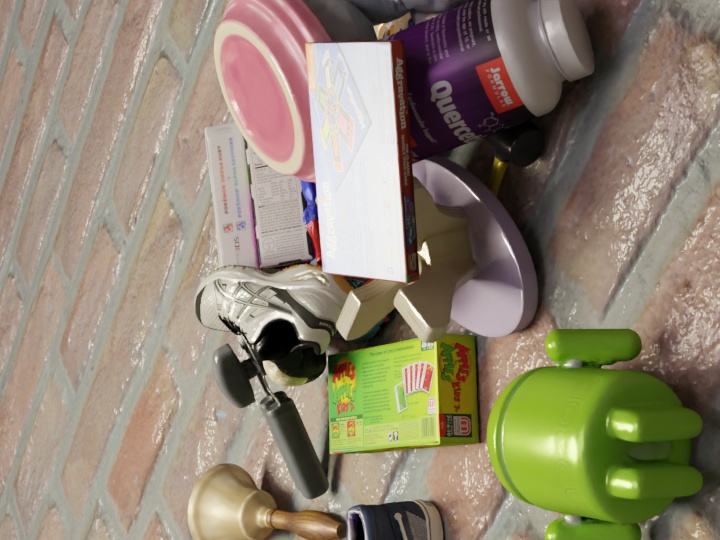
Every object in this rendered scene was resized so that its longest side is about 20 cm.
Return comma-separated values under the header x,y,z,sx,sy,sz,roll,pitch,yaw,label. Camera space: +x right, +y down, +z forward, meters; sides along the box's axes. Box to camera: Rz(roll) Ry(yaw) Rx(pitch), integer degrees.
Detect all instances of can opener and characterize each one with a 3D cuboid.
x,y,z,sx,sy,sz,roll,pitch,yaw,label
-0.095,0.155,1.613,0.201,0.066,0.053,63,171,-18,can opener

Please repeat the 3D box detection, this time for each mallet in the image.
x,y,z,sx,sy,sz,roll,pitch,yaw,label
0.120,-0.051,1.394,0.066,0.041,0.202,38,124,50,mallet

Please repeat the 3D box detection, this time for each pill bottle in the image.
x,y,z,sx,sy,sz,roll,pitch,yaw,label
0.096,-0.171,1.314,0.199,0.112,0.113,-19,68,23,pill bottle

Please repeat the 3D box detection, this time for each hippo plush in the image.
x,y,z,sx,sy,sz,roll,pitch,yaw,label
-0.007,-0.268,1.413,0.200,0.160,0.160,50,166,44,hippo plush

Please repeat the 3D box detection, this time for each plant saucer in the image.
x,y,z,sx,sy,sz,roll,pitch,yaw,label
-0.076,-0.167,1.405,0.201,0.051,0.201,46,153,33,plant saucer

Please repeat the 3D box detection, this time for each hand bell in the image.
x,y,z,sx,sy,sz,roll,pitch,yaw,label
-0.089,0.274,1.670,0.199,0.104,0.105,1,88,47,hand bell

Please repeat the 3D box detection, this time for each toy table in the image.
x,y,z,sx,sy,sz,roll,pitch,yaw,label
0.055,-0.016,1.369,0.200,0.116,0.185,41,131,38,toy table

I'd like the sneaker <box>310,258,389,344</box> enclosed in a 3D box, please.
x,y,z,sx,sy,sz,roll,pitch,yaw,label
0.000,0.000,1.520,0.201,0.095,0.080,-61,40,33,sneaker

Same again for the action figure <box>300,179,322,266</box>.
x,y,z,sx,sy,sz,roll,pitch,yaw,label
-0.029,-0.095,1.521,0.065,0.099,0.201,-36,60,29,action figure

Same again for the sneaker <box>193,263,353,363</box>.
x,y,z,sx,sy,sz,roll,pitch,yaw,label
-0.100,0.047,1.494,0.199,0.076,0.088,-8,52,42,sneaker

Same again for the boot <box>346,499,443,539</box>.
x,y,z,sx,sy,sz,roll,pitch,yaw,label
0.031,0.320,1.443,0.073,0.090,0.202,-25,66,55,boot

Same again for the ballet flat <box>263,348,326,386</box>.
x,y,z,sx,sy,sz,roll,pitch,yaw,label
-0.071,0.089,1.589,0.057,0.066,0.200,-46,4,12,ballet flat

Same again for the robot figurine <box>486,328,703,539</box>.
x,y,z,sx,sy,sz,roll,pitch,yaw,label
0.178,0.135,1.199,0.199,0.115,0.177,-2,90,59,robot figurine

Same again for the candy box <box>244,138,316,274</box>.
x,y,z,sx,sy,sz,roll,pitch,yaw,label
-0.079,-0.080,1.629,0.136,0.060,0.202,67,-165,-71,candy box

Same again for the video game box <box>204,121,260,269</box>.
x,y,z,sx,sy,sz,roll,pitch,yaw,label
-0.123,-0.036,1.669,0.200,0.046,0.184,73,-170,-67,video game box

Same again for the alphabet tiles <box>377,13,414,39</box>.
x,y,z,sx,sy,sz,roll,pitch,yaw,label
0.027,-0.160,1.521,0.201,0.007,0.168,-61,33,30,alphabet tiles

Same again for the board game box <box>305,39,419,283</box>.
x,y,z,sx,sy,sz,roll,pitch,yaw,label
0.001,-0.093,1.294,0.102,0.019,0.202,7,106,42,board game box

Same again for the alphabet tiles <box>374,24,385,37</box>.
x,y,z,sx,sy,sz,roll,pitch,yaw,label
0.040,-0.284,1.562,0.201,0.014,0.196,-60,41,37,alphabet tiles

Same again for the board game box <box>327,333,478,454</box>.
x,y,z,sx,sy,sz,roll,pitch,yaw,label
0.038,0.124,1.492,0.199,0.047,0.103,-16,73,57,board game box
